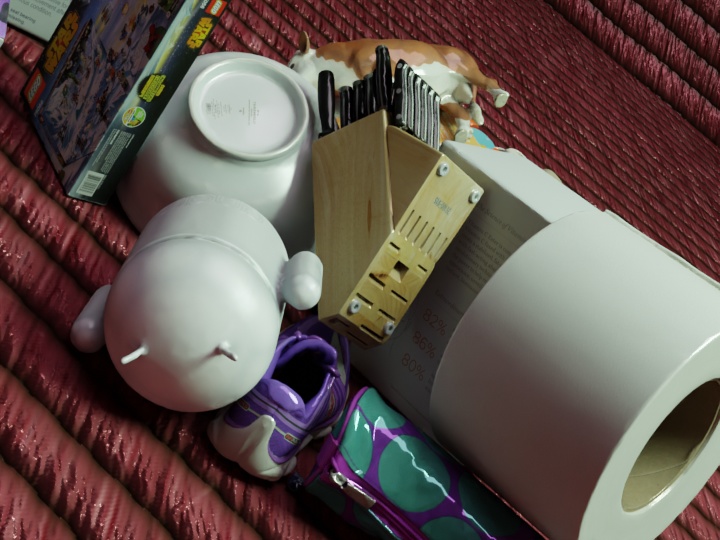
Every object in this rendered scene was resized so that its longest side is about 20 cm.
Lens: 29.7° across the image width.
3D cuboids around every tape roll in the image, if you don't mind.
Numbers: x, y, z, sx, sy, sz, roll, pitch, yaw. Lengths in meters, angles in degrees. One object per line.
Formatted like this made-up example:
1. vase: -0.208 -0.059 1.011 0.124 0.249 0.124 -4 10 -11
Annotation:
1. tape roll: 0.162 0.080 0.920 0.139 0.205 0.201 37 19 32

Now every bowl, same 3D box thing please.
1. bowl: -0.094 -0.103 1.075 0.198 0.091 0.204 7 57 -11

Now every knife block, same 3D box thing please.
1. knife block: -0.002 -0.066 1.035 0.175 0.201 0.064 32 -1 43

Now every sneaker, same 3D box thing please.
1. sneaker: -0.036 0.076 0.955 0.080 0.084 0.200 37 21 -2

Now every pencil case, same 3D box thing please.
1. pencil case: 0.052 0.172 0.900 0.199 0.085 0.092 40 26 4

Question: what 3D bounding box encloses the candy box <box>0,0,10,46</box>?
1. candy box: -0.377 -0.237 1.060 0.198 0.072 0.169 28 25 -25

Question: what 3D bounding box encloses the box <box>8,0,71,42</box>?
1. box: -0.274 -0.322 1.207 0.182 0.201 0.105 24 25 -30

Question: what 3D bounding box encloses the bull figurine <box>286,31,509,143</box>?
1. bull figurine: 0.032 -0.164 1.196 0.198 0.066 0.122 -8 41 -30

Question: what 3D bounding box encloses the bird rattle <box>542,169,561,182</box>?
1. bird rattle: 0.139 -0.040 1.363 0.113 0.162 0.200 55 32 -4

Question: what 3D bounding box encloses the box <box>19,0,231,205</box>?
1. box: -0.185 -0.172 1.051 0.040 0.201 0.138 14 32 -43

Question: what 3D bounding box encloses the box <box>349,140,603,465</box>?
1. box: 0.103 0.026 1.067 0.105 0.202 0.152 5 27 -45

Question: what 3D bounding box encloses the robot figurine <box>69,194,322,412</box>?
1. robot figurine: -0.106 0.020 0.900 0.200 0.167 0.114 -88 163 -70

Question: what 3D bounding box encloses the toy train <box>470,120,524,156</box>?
1. toy train: 0.140 -0.109 1.623 0.149 0.056 0.200 36 25 -6

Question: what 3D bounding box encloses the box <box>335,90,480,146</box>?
1. box: -0.007 -0.108 1.247 0.197 0.099 0.125 3 32 -18
